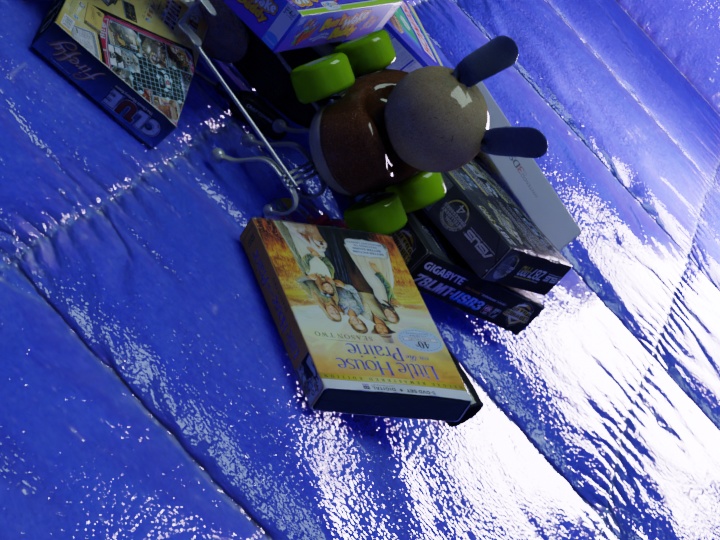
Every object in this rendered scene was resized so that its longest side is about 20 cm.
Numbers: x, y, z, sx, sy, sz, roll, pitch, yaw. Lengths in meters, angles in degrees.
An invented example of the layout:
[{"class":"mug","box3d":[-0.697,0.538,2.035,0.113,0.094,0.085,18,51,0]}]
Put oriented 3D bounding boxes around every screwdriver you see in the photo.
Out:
[{"class":"screwdriver","box3d":[-0.145,-0.183,1.751,0.200,0.029,0.028,38,23,-27]}]

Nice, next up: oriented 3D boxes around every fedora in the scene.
[{"class":"fedora","box3d":[-0.068,-0.206,1.824,0.201,0.092,0.201,44,2,-2]}]

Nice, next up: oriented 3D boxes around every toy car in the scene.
[{"class":"toy car","box3d":[0.067,-0.136,1.657,0.158,0.200,0.164,-37,109,-54]}]

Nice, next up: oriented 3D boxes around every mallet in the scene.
[{"class":"mallet","box3d":[0.031,0.093,1.602,0.200,0.041,0.066,12,42,-51]}]

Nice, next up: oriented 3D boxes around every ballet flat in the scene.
[{"class":"ballet flat","box3d":[-0.192,-0.262,1.768,0.200,0.068,0.067,45,40,6]}]

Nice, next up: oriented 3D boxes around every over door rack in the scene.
[{"class":"over door rack","box3d":[-0.091,-0.152,1.696,0.200,0.067,0.148,65,25,-5]}]

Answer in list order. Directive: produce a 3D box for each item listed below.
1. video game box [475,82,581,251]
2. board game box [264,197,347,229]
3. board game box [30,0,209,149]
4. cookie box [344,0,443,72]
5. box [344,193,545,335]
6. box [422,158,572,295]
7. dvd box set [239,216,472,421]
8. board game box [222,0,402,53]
[{"class":"video game box","box3d":[0.134,-0.113,1.993,0.200,0.047,0.182,55,-8,-15]},{"class":"board game box","box3d":[0.000,0.000,1.692,0.200,0.039,0.158,45,21,-9]},{"class":"board game box","box3d":[-0.205,-0.204,1.637,0.135,0.035,0.200,40,27,-19]},{"class":"cookie box","box3d":[0.007,-0.279,2.114,0.200,0.075,0.171,40,20,-47]},{"class":"box","box3d":[0.069,-0.040,1.865,0.198,0.050,0.200,24,26,-46]},{"class":"box","box3d":[0.105,-0.067,1.841,0.200,0.049,0.161,50,14,22]},{"class":"dvd box set","box3d":[-0.006,0.039,1.563,0.146,0.029,0.200,8,40,-31]},{"class":"board game box","box3d":[-0.062,-0.266,1.705,0.134,0.045,0.200,46,27,11]}]
